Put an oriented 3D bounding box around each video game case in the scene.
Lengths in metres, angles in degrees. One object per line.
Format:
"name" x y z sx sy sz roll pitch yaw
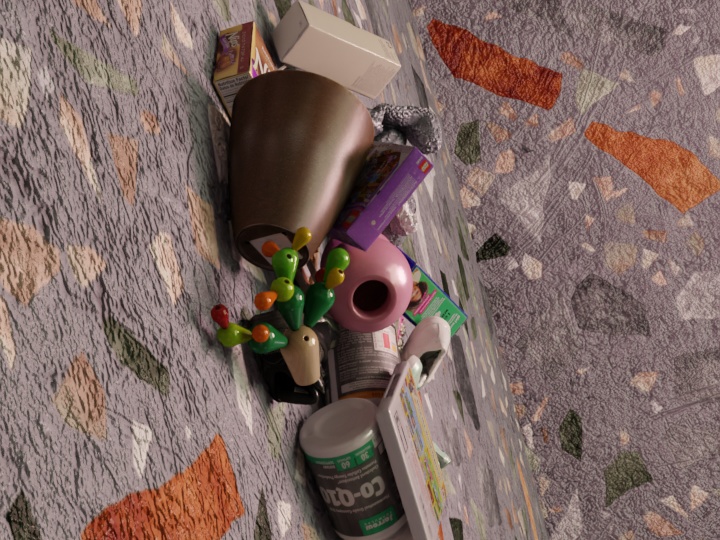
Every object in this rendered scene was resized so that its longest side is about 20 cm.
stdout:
"video game case" 0.069 0.243 1.578 0.182 0.023 0.203 -56 131 -72

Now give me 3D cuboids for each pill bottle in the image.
"pill bottle" 0.002 0.277 1.555 0.114 0.111 0.202 -79 152 -62
"pill bottle" 0.001 0.127 1.703 0.117 0.114 0.203 55 24 -57

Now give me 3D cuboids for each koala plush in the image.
"koala plush" 0.017 -0.118 1.728 0.182 0.177 0.203 3 70 -37

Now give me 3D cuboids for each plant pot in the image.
"plant pot" -0.087 -0.106 1.475 0.188 0.184 0.202 61 31 -48

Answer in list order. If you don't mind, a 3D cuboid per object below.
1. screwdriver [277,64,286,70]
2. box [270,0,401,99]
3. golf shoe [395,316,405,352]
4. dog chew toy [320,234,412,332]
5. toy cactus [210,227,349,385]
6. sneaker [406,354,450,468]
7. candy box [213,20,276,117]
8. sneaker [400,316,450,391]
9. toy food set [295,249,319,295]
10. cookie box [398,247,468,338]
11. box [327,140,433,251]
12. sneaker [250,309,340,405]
"screwdriver" -0.132 -0.289 1.767 0.029 0.028 0.201 43 20 -12
"box" -0.037 -0.345 1.894 0.198 0.082 0.069 18 38 -40
"golf shoe" 0.010 0.156 1.837 0.075 0.090 0.203 88 15 -70
"dog chew toy" 0.000 0.000 1.605 0.200 0.123 0.126 -112 -178 -67
"toy cactus" -0.086 0.053 1.364 0.200 0.101 0.167 -42 130 -44
"sneaker" 0.089 0.233 1.789 0.074 0.116 0.204 -18 124 -73
"candy box" -0.132 -0.216 1.617 0.118 0.056 0.202 -90 163 -46
"sneaker" 0.075 0.168 1.879 0.074 0.201 0.089 23 27 -16
"toy food set" -0.068 -0.056 1.719 0.201 0.059 0.145 -86 158 -53
"cookie box" 0.063 0.018 1.936 0.171 0.075 0.200 42 0 40
"box" 0.006 -0.100 1.547 0.039 0.137 0.200 41 -5 -19
"sneaker" -0.073 0.111 1.494 0.199 0.075 0.116 18 62 -73
